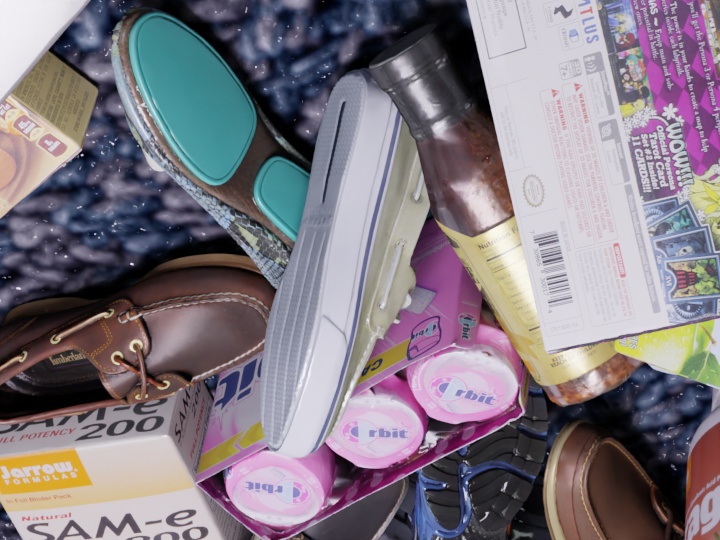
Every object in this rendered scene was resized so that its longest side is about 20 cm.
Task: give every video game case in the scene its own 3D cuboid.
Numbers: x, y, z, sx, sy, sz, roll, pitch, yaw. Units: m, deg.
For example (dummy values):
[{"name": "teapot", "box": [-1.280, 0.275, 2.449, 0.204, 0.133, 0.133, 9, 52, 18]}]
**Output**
[{"name": "video game case", "box": [0.145, -0.076, 1.047, 0.180, 0.036, 0.202, -14, 89, 33]}]

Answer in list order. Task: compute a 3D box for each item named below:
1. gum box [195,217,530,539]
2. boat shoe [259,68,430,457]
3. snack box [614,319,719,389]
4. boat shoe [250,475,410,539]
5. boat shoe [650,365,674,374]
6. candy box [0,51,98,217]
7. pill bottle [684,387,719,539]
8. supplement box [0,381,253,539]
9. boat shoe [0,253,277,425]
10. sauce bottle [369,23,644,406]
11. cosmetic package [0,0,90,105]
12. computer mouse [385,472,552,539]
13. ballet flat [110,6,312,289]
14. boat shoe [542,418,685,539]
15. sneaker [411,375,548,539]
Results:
[{"name": "gum box", "box": [0.009, 0.054, 1.239, 0.199, 0.114, 0.066, -30, 122, 32]}, {"name": "boat shoe", "box": [0.000, 0.000, 1.158, 0.062, 0.072, 0.202, 14, 93, -23]}, {"name": "snack box", "box": [0.210, -0.038, 1.066, 0.141, 0.053, 0.202, 19, 108, 27]}, {"name": "boat shoe", "box": [-0.034, 0.185, 1.324, 0.074, 0.073, 0.200, 28, 108, -32]}, {"name": "boat shoe", "box": [0.140, -0.034, 1.176, 0.070, 0.072, 0.201, 9, 131, 23]}, {"name": "candy box", "box": [-0.249, -0.106, 1.174, 0.200, 0.056, 0.115, 37, 127, -24]}, {"name": "pill bottle", "box": [0.229, 0.135, 1.217, 0.111, 0.201, 0.113, 5, 133, 5]}, {"name": "supplement box", "box": [-0.133, 0.149, 1.381, 0.125, 0.074, 0.201, -9, 130, 17]}, {"name": "boat shoe", "box": [-0.129, 0.047, 1.275, 0.199, 0.071, 0.071, -16, 121, 29]}, {"name": "sauce bottle", "box": [0.073, -0.029, 1.137, 0.066, 0.066, 0.201, -25, 102, 29]}, {"name": "cosmetic package", "box": [-0.185, -0.148, 1.064, 0.107, 0.090, 0.200, 34, 106, -23]}, {"name": "computer mouse", "box": [0.049, 0.172, 1.390, 0.198, 0.046, 0.141, 15, 132, -4]}, {"name": "ballet flat", "box": [-0.074, -0.055, 1.189, 0.074, 0.074, 0.200, -26, 120, 30]}, {"name": "boat shoe", "box": [0.165, 0.157, 1.327, 0.067, 0.072, 0.201, 10, 146, 36]}, {"name": "sneaker", "box": [0.057, 0.130, 1.300, 0.075, 0.078, 0.202, 6, 100, -14]}]
